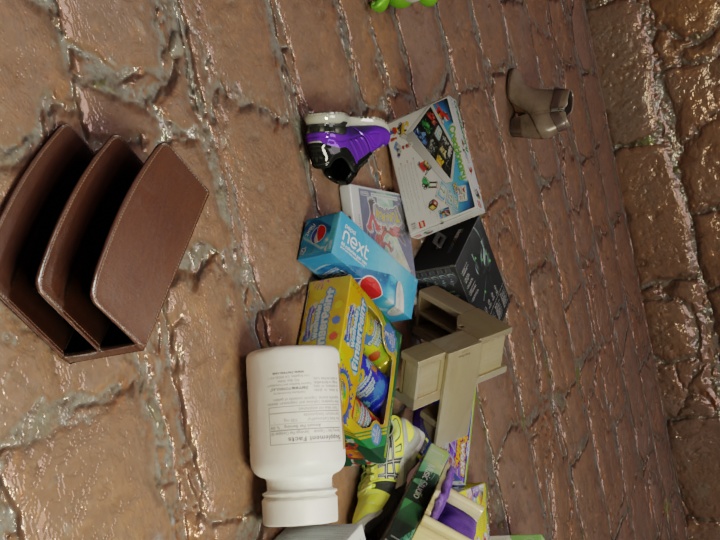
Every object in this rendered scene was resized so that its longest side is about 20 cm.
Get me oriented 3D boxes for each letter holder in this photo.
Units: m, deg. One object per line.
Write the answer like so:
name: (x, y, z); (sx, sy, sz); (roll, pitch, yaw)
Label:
letter holder: (-0.246, -0.040, 0.927); (0.143, 0.100, 0.202); (54, 37, -38)

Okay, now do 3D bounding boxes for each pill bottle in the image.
pill bottle: (-0.075, 0.194, 1.166); (0.114, 0.113, 0.203); (16, 68, -60)

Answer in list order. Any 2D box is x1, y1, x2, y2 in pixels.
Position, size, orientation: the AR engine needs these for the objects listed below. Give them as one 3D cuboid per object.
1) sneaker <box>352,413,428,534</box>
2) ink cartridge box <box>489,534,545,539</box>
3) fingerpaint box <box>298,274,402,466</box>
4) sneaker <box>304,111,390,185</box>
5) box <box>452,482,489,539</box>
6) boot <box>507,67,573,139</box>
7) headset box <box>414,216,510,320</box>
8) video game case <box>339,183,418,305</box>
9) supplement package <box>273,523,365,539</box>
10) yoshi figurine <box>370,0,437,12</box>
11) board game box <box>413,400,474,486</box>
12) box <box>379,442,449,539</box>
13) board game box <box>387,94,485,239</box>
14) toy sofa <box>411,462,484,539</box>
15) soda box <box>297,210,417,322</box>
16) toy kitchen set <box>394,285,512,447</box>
sneaker: (0.025, 0.288, 1.400); (0.076, 0.075, 0.201); (39, 42, -6)
ink cartridge box: (0.258, 0.559, 1.691); (0.068, 0.116, 0.201); (56, 36, -38)
fingerpaint box: (-0.016, 0.137, 1.340); (0.167, 0.073, 0.202); (50, 40, -45)
sneaker: (-0.020, -0.174, 1.448); (0.199, 0.069, 0.101); (-5, 93, -59)
box: (0.164, 0.416, 1.629); (0.199, 0.048, 0.119); (7, 78, -60)
boot: (0.411, -0.387, 2.251); (0.070, 0.145, 0.203); (29, 56, -54)
headset box: (0.173, 0.026, 1.720); (0.202, 0.092, 0.175); (67, 31, -25)
video game case: (0.033, -0.036, 1.545); (0.199, 0.023, 0.185); (2, 80, -63)
supplement package: (-0.073, 0.381, 1.115); (0.200, 0.108, 0.115); (-26, 105, -62)
yoshi figurine: (0.046, -0.495, 1.668); (0.199, 0.113, 0.112); (20, 22, -44)
board game box: (0.141, 0.236, 1.643); (0.135, 0.044, 0.202); (52, 39, -44)
box: (0.057, 0.352, 1.365); (0.200, 0.036, 0.145); (-56, 171, -53)
board game box: (0.118, -0.167, 1.601); (0.035, 0.125, 0.202); (17, 57, -59)
toy sofa: (0.126, 0.346, 1.369); (0.098, 0.082, 0.200); (-63, 172, 5)
soda box: (0.000, 0.000, 1.397); (0.200, 0.064, 0.069); (39, 52, -42)
toy kitchen set: (0.099, 0.152, 1.534); (0.198, 0.180, 0.165); (-15, 121, -38)
